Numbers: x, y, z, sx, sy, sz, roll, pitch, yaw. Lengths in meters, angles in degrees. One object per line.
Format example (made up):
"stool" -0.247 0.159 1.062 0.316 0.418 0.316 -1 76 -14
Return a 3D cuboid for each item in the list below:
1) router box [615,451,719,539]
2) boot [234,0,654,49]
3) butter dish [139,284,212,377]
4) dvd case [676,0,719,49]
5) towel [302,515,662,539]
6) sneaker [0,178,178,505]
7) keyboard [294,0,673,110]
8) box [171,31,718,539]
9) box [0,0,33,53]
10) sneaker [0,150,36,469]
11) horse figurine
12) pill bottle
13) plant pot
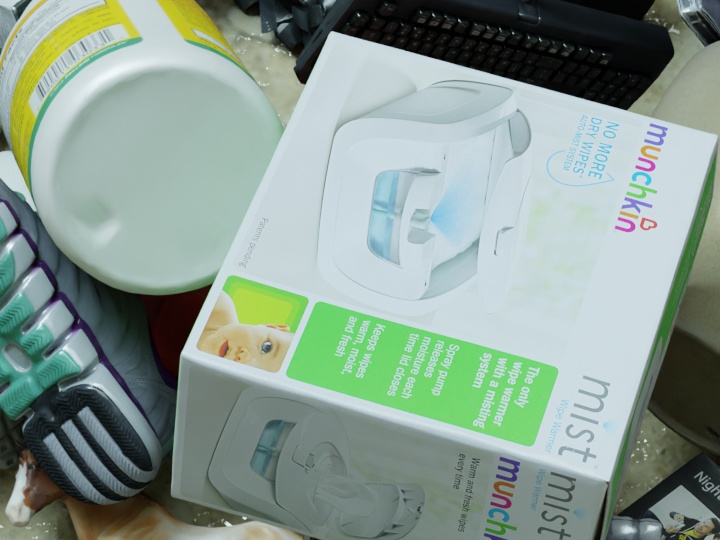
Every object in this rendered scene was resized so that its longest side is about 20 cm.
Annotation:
"router box" 0.168 0.195 1.285 0.149 0.051 0.200 -33 63 -27
"boot" 0.039 -0.162 1.525 0.198 0.073 0.162 -27 55 -24
"butter dish" 0.000 0.000 1.354 0.200 0.148 0.199 30 57 17
"dvd case" 0.197 -0.134 1.450 0.016 0.200 0.149 -23 52 21
"towel" 0.045 0.196 1.200 0.165 0.086 0.200 8 92 7
"sneaker" -0.148 0.010 1.305 0.200 0.074 0.088 57 32 -4
"keyboard" 0.075 -0.120 1.409 0.200 0.127 0.021 8 40 -37
"box" 0.037 0.020 1.186 0.176 0.097 0.200 16 48 9
"box" -0.156 -0.185 1.501 0.144 0.036 0.200 16 47 40
"sneaker" -0.176 0.019 1.385 0.087 0.075 0.200 7 47 15
"horse figurine" -0.071 0.152 1.300 0.200 0.050 0.133 8 58 3
"pill bottle" -0.106 -0.072 1.310 0.113 0.113 0.200 -10 22 -11
"plant pot" 0.192 0.010 1.335 0.200 0.200 0.134 33 63 18
